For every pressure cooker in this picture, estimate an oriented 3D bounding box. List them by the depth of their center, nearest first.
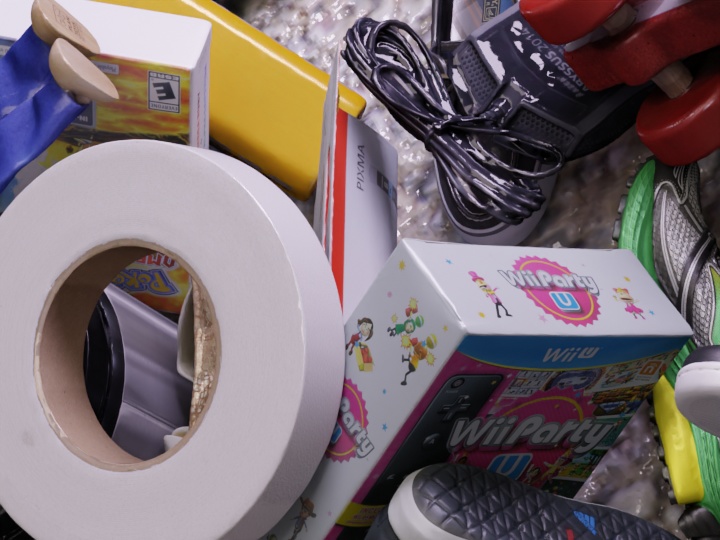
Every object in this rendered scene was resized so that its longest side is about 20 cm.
[{"bbox_3d":[-0.175,0.075,1.431,0.176,0.200,0.179,40,93,35],"label":"pressure cooker"}]

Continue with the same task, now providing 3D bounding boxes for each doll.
[{"bbox_3d":[-0.210,-0.049,1.375,0.200,0.048,0.137,-42,41,14],"label":"doll"}]

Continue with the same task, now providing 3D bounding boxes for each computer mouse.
[{"bbox_3d":[0.097,-0.103,1.400,0.200,0.053,0.139,-31,67,-27],"label":"computer mouse"}]

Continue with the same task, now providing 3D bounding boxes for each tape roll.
[{"bbox_3d":[-0.100,0.040,1.273,0.203,0.037,0.203,-2,86,32],"label":"tape roll"}]

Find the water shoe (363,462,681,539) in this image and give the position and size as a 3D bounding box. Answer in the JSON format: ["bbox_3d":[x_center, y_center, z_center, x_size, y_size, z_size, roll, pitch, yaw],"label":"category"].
[{"bbox_3d":[0.089,0.150,1.274,0.079,0.200,0.072,-50,25,32],"label":"water shoe"}]

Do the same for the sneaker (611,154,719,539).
[{"bbox_3d":[0.177,0.033,1.330,0.085,0.078,0.200,-19,70,15],"label":"sneaker"}]

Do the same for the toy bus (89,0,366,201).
[{"bbox_3d":[-0.097,-0.116,1.498,0.200,0.078,0.065,32,87,0],"label":"toy bus"}]

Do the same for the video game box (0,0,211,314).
[{"bbox_3d":[-0.180,-0.068,1.468,0.200,0.182,0.047,10,47,7],"label":"video game box"}]

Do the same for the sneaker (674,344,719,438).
[{"bbox_3d":[0.244,0.029,1.259,0.200,0.073,0.112,7,66,-2],"label":"sneaker"}]

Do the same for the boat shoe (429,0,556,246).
[{"bbox_3d":[0.064,-0.112,1.453,0.070,0.066,0.200,-5,67,29],"label":"boat shoe"}]

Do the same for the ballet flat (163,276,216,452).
[{"bbox_3d":[-0.064,0.067,1.384,0.065,0.070,0.200,2,82,39],"label":"ballet flat"}]

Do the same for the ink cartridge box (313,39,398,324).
[{"bbox_3d":[0.000,0.000,1.368,0.047,0.200,0.160,3,67,-3],"label":"ink cartridge box"}]

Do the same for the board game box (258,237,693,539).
[{"bbox_3d":[0.040,0.078,1.292,0.064,0.147,0.200,56,128,34],"label":"board game box"}]

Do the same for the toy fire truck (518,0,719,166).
[{"bbox_3d":[0.182,-0.156,1.308,0.200,0.112,0.168,-22,30,51],"label":"toy fire truck"}]
